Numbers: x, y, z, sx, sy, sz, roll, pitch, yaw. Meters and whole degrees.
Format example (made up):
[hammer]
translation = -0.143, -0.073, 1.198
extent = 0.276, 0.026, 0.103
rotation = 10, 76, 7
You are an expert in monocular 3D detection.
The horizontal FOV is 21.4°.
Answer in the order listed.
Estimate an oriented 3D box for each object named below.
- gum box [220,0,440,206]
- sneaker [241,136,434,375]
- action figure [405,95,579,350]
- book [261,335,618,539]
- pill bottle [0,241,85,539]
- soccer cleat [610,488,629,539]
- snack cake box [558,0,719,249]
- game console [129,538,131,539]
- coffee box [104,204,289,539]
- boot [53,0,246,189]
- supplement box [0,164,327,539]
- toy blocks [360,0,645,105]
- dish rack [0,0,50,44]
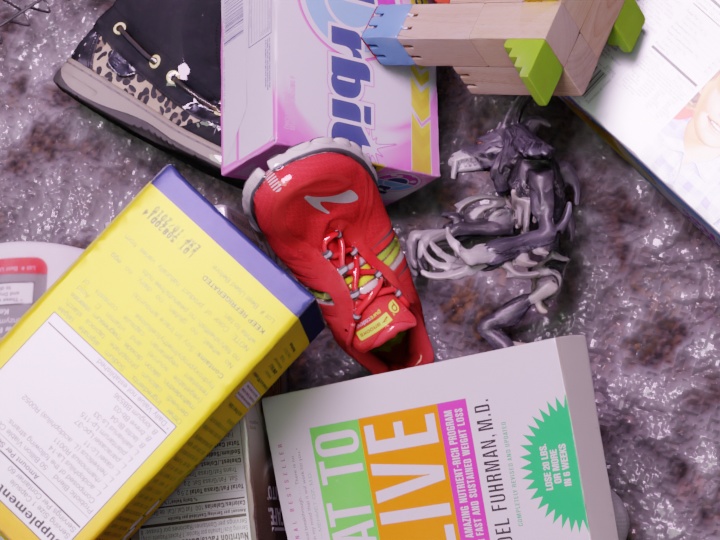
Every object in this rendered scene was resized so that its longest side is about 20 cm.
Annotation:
[gum box]
translation = -0.019, -0.149, 1.129
extent = 0.066, 0.113, 0.201
rotation = -24, 62, 53
[sneaker]
translation = 0.000, 0.000, 1.075
extent = 0.077, 0.200, 0.085
rotation = -33, 52, 1
[action figure]
translation = 0.078, -0.009, 1.101
extent = 0.102, 0.119, 0.201
rotation = -3, 88, 0
[book]
translation = 0.044, 0.119, 1.050
extent = 0.199, 0.048, 0.134
rotation = -14, 81, 36
[pill bottle]
translation = -0.197, 0.094, 1.139
extent = 0.113, 0.114, 0.201
rotation = -6, 67, 14
[soccer cleat]
translation = 0.054, 0.148, 1.099
extent = 0.199, 0.086, 0.070
rotation = -8, 80, 14
[snack cake box]
translation = 0.215, -0.087, 1.100
extent = 0.115, 0.067, 0.200
rotation = -46, 74, 3
[game console]
translation = -0.207, 0.237, 1.140
extent = 0.199, 0.119, 0.173
rotation = -16, 79, 12
[coffee box]
translation = -0.092, 0.072, 1.135
extent = 0.079, 0.114, 0.201
rotation = -8, 81, 12
[boot]
translation = -0.074, -0.137, 1.183
extent = 0.203, 0.073, 0.154
rotation = 26, 86, 15
[supplement box]
translation = -0.126, 0.060, 1.021
extent = 0.109, 0.110, 0.200
rotation = 43, 84, 8
[toy blocks]
translation = 0.086, -0.176, 1.085
extent = 0.136, 0.100, 0.201
rotation = 6, 60, 39
[dish rack]
translation = -0.240, -0.220, 1.240
extent = 0.200, 0.055, 0.154
rotation = -30, 77, 14
